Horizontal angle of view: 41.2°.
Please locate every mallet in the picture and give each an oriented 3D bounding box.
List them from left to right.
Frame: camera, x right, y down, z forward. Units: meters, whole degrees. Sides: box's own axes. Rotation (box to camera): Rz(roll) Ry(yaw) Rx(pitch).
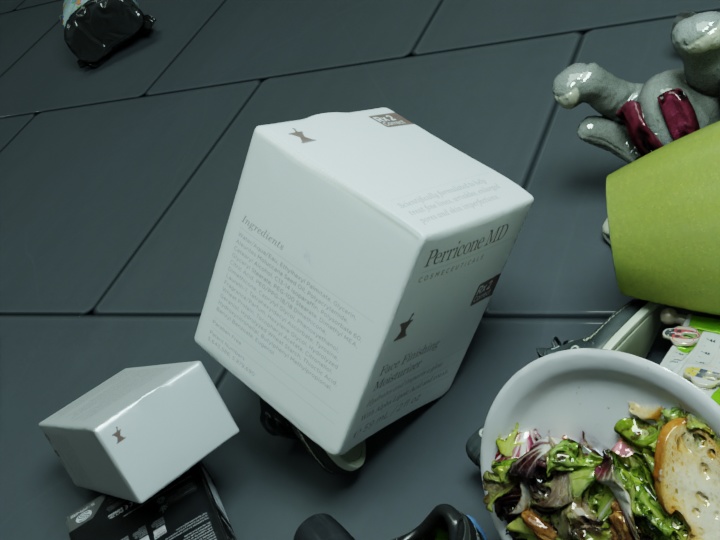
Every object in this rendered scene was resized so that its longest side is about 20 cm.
[{"bbox_3d":[-0.078,0.224,0.665,0.199,0.041,0.066,-9,28,-41],"label":"mallet"}]

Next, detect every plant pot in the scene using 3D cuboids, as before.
[{"bbox_3d":[0.288,-0.037,0.704,0.199,0.188,0.188,-8,40,19],"label":"plant pot"}]

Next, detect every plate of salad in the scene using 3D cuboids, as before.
[{"bbox_3d":[0.150,0.145,0.573,0.199,0.201,0.048,10,22,40],"label":"plate of salad"}]

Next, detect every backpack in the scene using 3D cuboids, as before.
[{"bbox_3d":[-0.480,-0.485,1.792,0.166,0.127,0.200,-27,33,4],"label":"backpack"}]

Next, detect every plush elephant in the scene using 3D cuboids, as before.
[{"bbox_3d":[0.272,-0.094,0.835,0.164,0.200,0.156,-11,59,41],"label":"plush elephant"}]

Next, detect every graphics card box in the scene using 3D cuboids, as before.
[{"bbox_3d":[-0.157,0.241,0.760,0.125,0.051,0.200,-31,37,-8],"label":"graphics card box"}]

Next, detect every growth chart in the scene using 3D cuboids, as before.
[{"bbox_3d":[0.252,0.078,0.623,0.144,0.018,0.200,7,24,25],"label":"growth chart"}]

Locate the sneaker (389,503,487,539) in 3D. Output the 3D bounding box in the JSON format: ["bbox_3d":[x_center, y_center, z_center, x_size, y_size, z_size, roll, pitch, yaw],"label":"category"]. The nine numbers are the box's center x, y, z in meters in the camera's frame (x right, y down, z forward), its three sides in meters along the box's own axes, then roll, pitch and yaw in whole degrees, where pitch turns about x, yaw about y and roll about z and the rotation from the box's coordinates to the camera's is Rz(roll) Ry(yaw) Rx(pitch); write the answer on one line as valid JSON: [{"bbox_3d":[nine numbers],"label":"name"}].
[{"bbox_3d":[0.001,0.230,0.649,0.199,0.083,0.071,-37,37,-13],"label":"sneaker"}]

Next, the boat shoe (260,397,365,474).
[{"bbox_3d":[-0.060,0.112,0.834,0.066,0.074,0.200,-44,47,12],"label":"boat shoe"}]

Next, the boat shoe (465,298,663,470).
[{"bbox_3d":[0.156,0.086,0.739,0.066,0.075,0.200,31,73,36],"label":"boat shoe"}]

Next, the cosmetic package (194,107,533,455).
[{"bbox_3d":[0.000,0.000,0.758,0.165,0.201,0.165,35,32,25],"label":"cosmetic package"}]

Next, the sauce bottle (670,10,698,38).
[{"bbox_3d":[0.412,-0.235,0.985,0.065,0.065,0.200,-41,38,-19],"label":"sauce bottle"}]

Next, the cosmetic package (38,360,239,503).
[{"bbox_3d":[-0.196,0.135,0.823,0.101,0.071,0.200,-34,10,-29],"label":"cosmetic package"}]
